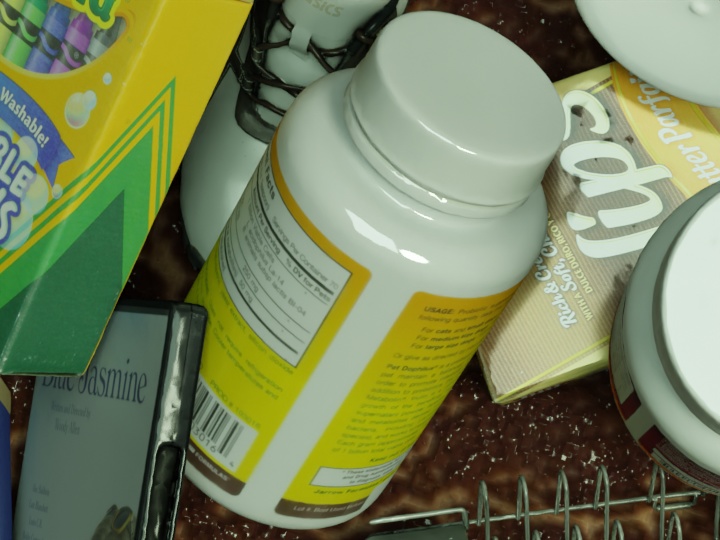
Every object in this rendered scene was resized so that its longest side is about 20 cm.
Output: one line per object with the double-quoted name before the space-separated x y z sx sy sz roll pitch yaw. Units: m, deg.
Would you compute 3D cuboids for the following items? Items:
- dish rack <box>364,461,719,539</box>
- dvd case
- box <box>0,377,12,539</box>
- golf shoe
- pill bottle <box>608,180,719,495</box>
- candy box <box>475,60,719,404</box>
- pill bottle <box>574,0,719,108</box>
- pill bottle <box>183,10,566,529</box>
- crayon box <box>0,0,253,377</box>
"dish rack" 0.095 0.135 0.952 0.198 0.055 0.154 -8 48 -5
"dvd case" -0.109 0.110 0.977 0.017 0.142 0.202 11 86 -26
"box" -0.201 0.144 0.998 0.120 0.032 0.201 -7 66 4
"golf shoe" -0.026 -0.089 1.002 0.077 0.094 0.201 21 89 5
"pill bottle" 0.145 0.023 0.867 0.109 0.200 0.111 0 83 3
"candy box" 0.130 -0.031 1.002 0.199 0.055 0.116 -19 84 2
"pill bottle" 0.165 -0.169 0.961 0.106 0.106 0.201 25 60 6
"pill bottle" 0.000 0.000 0.939 0.109 0.109 0.200 37 129 7
"crayon box" -0.123 -0.077 0.960 0.126 0.051 0.201 37 109 34
